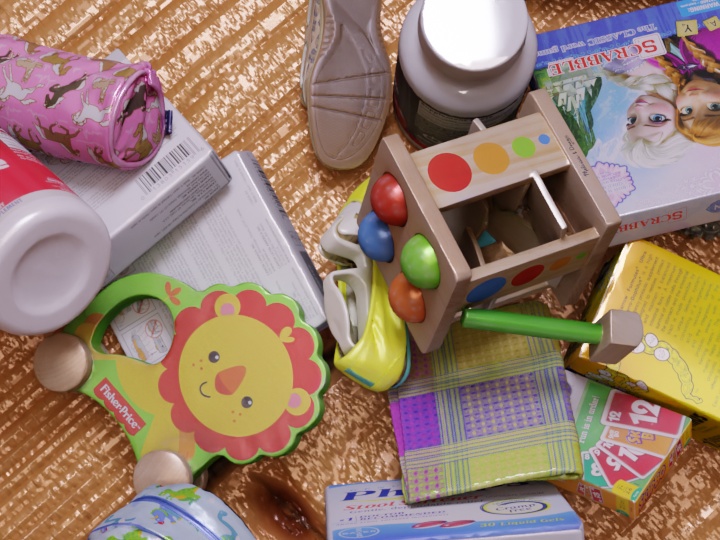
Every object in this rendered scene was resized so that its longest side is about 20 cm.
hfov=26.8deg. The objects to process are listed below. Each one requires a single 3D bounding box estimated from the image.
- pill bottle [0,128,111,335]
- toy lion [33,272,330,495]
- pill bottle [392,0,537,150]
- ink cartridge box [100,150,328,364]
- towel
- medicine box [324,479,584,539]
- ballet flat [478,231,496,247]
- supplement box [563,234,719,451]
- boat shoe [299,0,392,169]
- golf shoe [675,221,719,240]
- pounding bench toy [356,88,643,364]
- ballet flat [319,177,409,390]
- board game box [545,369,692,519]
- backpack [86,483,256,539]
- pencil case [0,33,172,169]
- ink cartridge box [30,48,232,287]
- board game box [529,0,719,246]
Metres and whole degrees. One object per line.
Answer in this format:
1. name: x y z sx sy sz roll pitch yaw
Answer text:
1. pill bottle: -0.287 -0.045 1.160 0.112 0.112 0.200 -47 51 -8
2. toy lion: -0.131 0.079 1.206 0.192 0.069 0.200 -44 80 1
3. pill bottle: 0.083 -0.166 1.208 0.110 0.200 0.112 0 78 -1
4. ink cartridge box: -0.140 0.019 1.259 0.199 0.057 0.163 -31 82 14
5. towel: 0.093 0.100 1.182 0.142 0.023 0.201 -12 38 4
6. medicine box: 0.066 0.223 1.133 0.180 0.200 0.104 -5 95 -2
7. ballet flat: 0.135 -0.039 1.256 0.067 0.067 0.201 26 73 -11
8. supplement box: 0.276 0.071 1.215 0.199 0.109 0.110 25 78 4
9. boat shoe: -0.014 -0.183 1.286 0.073 0.063 0.202 6 83 -16
10. golf shoe: 0.312 -0.073 1.271 0.199 0.078 0.098 24 67 -4
11. pounding bench toy: 0.100 -0.003 1.117 0.155 0.125 0.201 -19 66 -19
12. ballet flat: 0.000 0.000 1.207 0.067 0.067 0.202 16 54 -29
13. board game box: 0.150 0.119 1.187 0.199 0.030 0.096 19 48 33
14. backpack: -0.120 0.255 1.120 0.153 0.163 0.202 -22 93 -41
15. pencil case: -0.249 -0.140 1.221 0.199 0.086 0.084 15 122 28
16. ink cartridge box: -0.229 -0.069 1.249 0.200 0.044 0.174 -40 50 -4
17. board game box: 0.248 -0.126 1.214 0.198 0.041 0.201 -14 56 1
